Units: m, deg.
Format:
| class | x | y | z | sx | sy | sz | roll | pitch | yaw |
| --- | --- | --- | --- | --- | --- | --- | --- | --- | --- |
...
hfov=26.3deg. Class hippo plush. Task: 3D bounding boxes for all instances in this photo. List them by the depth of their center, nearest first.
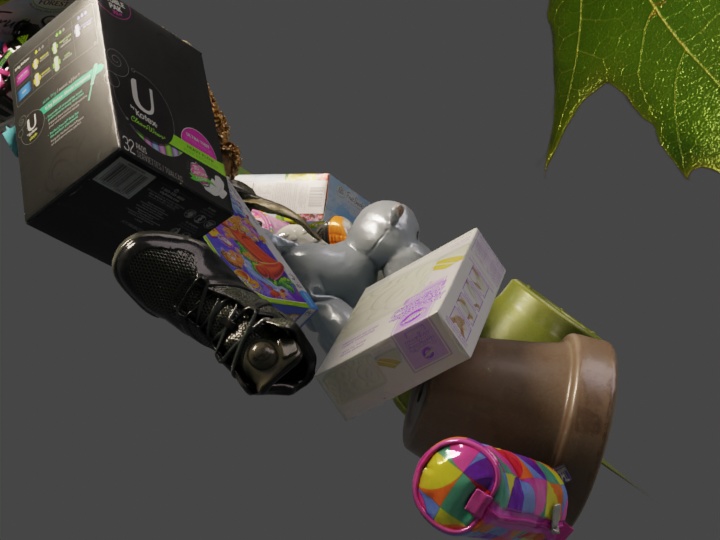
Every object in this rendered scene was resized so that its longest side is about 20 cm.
| class | x | y | z | sx | sy | sz | roll | pitch | yaw |
| --- | --- | --- | --- | --- | --- | --- | --- | --- | --- |
| hippo plush | 0.000 | 0.000 | 1.677 | 0.201 | 0.160 | 0.159 | 54 | -6 | 7 |

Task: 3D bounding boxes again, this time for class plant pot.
| class | x | y | z | sx | sy | sz | roll | pitch | yaw |
| --- | --- | --- | --- | --- | --- | --- | --- | --- | --- |
| plant pot | 0.138 | 0.143 | 1.507 | 0.173 | 0.202 | 0.200 | 17 | 7 | -5 |
| plant pot | 0.170 | 0.122 | 1.733 | 0.199 | 0.194 | 0.200 | 34 | 5 | -3 |

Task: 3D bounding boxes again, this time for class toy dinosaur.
| class | x | y | z | sx | sy | sz | roll | pitch | yaw |
| --- | --- | --- | --- | --- | --- | --- | --- | --- | --- |
| toy dinosaur | -0.136 | -0.076 | 1.719 | 0.199 | 0.048 | 0.088 | 27 | 19 | 1 |

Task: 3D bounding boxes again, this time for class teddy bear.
| class | x | y | z | sx | sy | sz | roll | pitch | yaw |
| --- | --- | --- | --- | --- | --- | --- | --- | --- | --- |
| teddy bear | -0.173 | -0.177 | 1.557 | 0.145 | 0.067 | 0.200 | 54 | -2 | -35 |

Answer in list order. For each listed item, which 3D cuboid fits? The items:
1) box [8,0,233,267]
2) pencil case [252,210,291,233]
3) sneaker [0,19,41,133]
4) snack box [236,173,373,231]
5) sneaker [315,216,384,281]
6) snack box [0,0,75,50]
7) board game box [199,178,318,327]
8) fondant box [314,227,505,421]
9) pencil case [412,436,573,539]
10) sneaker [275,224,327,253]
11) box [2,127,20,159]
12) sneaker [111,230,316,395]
| class | x | y | z | sx | sy | sz | roll | pitch | yaw |
| --- | --- | --- | --- | --- | --- | --- | --- | --- | --- |
| box | -0.218 | -0.123 | 1.389 | 0.148 | 0.124 | 0.201 | 31 | 35 | -45 |
| pencil case | -0.083 | -0.004 | 1.871 | 0.087 | 0.088 | 0.200 | 39 | 4 | 42 |
| sneaker | -0.330 | -0.193 | 1.479 | 0.199 | 0.088 | 0.074 | -23 | 53 | -34 |
| snack box | -0.093 | -0.068 | 1.947 | 0.198 | 0.068 | 0.168 | 0 | -15 | 26 |
| sneaker | -0.001 | 0.002 | 1.861 | 0.075 | 0.092 | 0.201 | 15 | -41 | 30 |
| snack box | -0.343 | -0.246 | 1.534 | 0.141 | 0.200 | 0.053 | -6 | 62 | -47 |
| board game box | -0.141 | -0.028 | 1.513 | 0.201 | 0.045 | 0.134 | 54 | 20 | 23 |
| fondant box | 0.052 | 0.049 | 1.483 | 0.058 | 0.144 | 0.200 | 55 | 25 | -13 |
| pencil case | 0.119 | 0.195 | 1.334 | 0.088 | 0.089 | 0.200 | 37 | 7 | 30 |
| sneaker | -0.036 | 0.036 | 1.792 | 0.201 | 0.076 | 0.081 | 54 | -3 | 0 |
| box | -0.346 | -0.151 | 1.682 | 0.082 | 0.049 | 0.200 | 33 | 6 | -29 |
| sneaker | -0.113 | 0.038 | 1.281 | 0.199 | 0.076 | 0.114 | 39 | -3 | -21 |
